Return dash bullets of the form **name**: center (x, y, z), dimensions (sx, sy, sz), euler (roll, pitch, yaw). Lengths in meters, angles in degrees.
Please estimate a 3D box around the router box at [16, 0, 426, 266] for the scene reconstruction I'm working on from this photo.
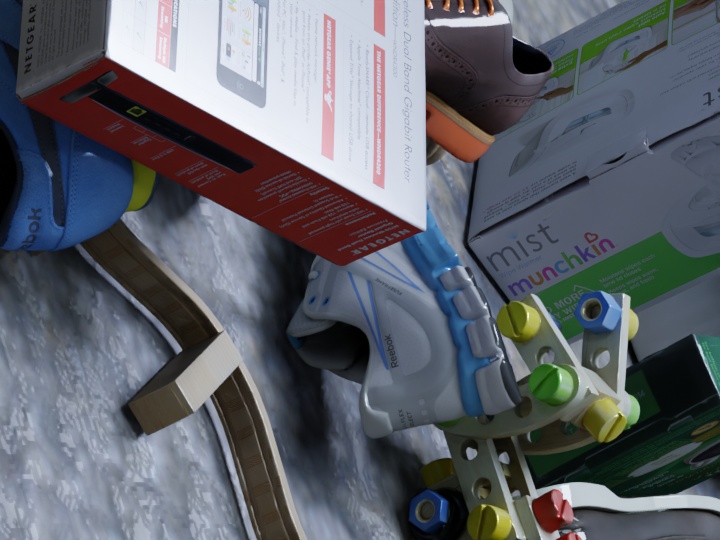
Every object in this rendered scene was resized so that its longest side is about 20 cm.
- **router box**: center (-0.049, -0.126, 1.047), dimensions (0.179, 0.049, 0.201), euler (28, 52, -41)

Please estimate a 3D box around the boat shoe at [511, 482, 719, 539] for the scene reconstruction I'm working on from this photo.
- **boat shoe**: center (0.133, 0.149, 1.349), dimensions (0.201, 0.072, 0.061), euler (10, 61, -52)

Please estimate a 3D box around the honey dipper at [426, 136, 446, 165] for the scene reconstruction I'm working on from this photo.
- **honey dipper**: center (-0.020, -0.082, 1.310), dimensions (0.200, 0.038, 0.038), euler (10, 57, -56)

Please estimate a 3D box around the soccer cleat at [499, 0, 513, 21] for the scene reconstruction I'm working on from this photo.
- **soccer cleat**: center (0.051, -0.137, 1.462), dimensions (0.078, 0.069, 0.200), euler (59, 22, -18)

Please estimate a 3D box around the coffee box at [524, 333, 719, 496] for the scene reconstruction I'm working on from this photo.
- **coffee box**: center (0.175, 0.081, 1.431), dimensions (0.200, 0.123, 0.044), euler (6, 58, -60)

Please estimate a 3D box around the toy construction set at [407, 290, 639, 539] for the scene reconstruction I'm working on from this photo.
- **toy construction set**: center (0.088, 0.113, 1.211), dimensions (0.092, 0.131, 0.201), euler (37, 32, -41)

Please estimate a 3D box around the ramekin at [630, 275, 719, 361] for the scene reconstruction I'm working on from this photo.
- **ramekin**: center (0.240, 0.032, 1.629), dimensions (0.200, 0.097, 0.201), euler (43, 32, -36)

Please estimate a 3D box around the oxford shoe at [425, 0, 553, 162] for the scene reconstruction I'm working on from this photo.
- **oxford shoe**: center (0.027, -0.123, 1.281), dimensions (0.200, 0.072, 0.071), euler (32, 24, -56)

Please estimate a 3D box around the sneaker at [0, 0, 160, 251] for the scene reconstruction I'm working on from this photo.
- **sneaker**: center (-0.156, -0.097, 1.024), dimensions (0.078, 0.066, 0.201), euler (-21, 75, -36)

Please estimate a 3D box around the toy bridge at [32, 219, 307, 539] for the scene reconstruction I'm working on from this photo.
- **toy bridge**: center (-0.072, 0.045, 1.092), dimensions (0.201, 0.027, 0.067), euler (60, 25, -8)

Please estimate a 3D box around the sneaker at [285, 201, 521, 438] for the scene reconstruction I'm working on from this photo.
- **sneaker**: center (0.000, 0.000, 1.223), dimensions (0.200, 0.086, 0.075), euler (-116, -175, -47)

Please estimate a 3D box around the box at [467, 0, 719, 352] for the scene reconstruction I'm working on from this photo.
- **box**: center (0.170, -0.077, 1.474), dimensions (0.097, 0.199, 0.177), euler (50, 27, -27)
